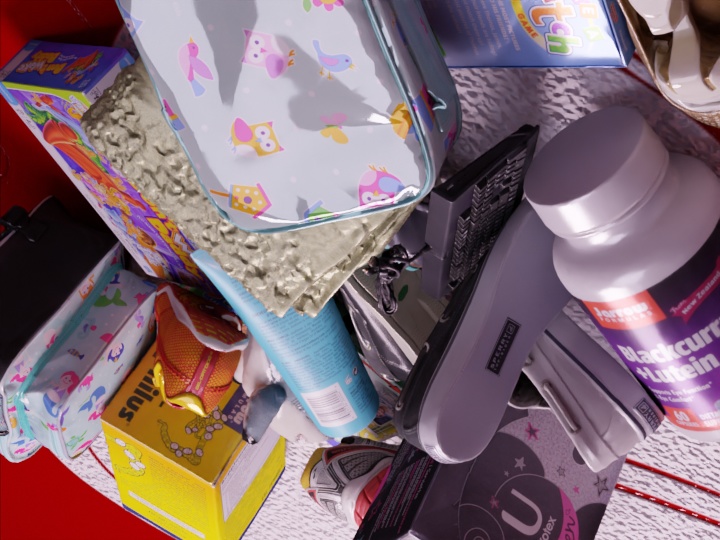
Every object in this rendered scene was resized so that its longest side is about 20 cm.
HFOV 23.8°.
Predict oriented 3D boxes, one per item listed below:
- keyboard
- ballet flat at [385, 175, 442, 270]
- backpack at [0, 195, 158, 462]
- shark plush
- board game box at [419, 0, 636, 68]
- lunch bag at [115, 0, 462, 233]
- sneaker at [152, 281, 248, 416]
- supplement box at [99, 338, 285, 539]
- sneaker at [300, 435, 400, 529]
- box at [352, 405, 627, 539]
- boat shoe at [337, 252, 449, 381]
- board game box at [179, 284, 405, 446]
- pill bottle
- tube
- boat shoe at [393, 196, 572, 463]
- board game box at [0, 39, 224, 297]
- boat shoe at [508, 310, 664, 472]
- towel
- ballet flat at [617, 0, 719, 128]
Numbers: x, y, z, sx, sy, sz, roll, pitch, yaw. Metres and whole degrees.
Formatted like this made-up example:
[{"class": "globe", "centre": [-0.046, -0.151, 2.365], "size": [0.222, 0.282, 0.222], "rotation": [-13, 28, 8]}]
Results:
[{"class": "keyboard", "centre": [0.055, -0.018, 1.048], "size": [0.021, 0.127, 0.200], "rotation": [52, 170, 14]}, {"class": "ballet flat", "centre": [-0.009, -0.086, 1.107], "size": [0.200, 0.073, 0.073], "rotation": [42, 144, -7]}, {"class": "backpack", "centre": [-0.252, 0.062, 1.365], "size": [0.150, 0.178, 0.200], "rotation": [34, 150, 4]}, {"class": "shark plush", "centre": [-0.042, 0.038, 1.267], "size": [0.083, 0.091, 0.201], "rotation": [5, 108, -13]}, {"class": "board game box", "centre": [0.045, -0.181, 0.963], "size": [0.200, 0.037, 0.151], "rotation": [5, 138, 33]}, {"class": "lunch bag", "centre": [-0.034, -0.121, 0.961], "size": [0.160, 0.077, 0.200], "rotation": [-12, 118, 23]}, {"class": "sneaker", "centre": [-0.128, 0.056, 1.242], "size": [0.073, 0.077, 0.200], "rotation": [26, -176, -7]}, {"class": "supplement box", "centre": [-0.134, 0.144, 1.411], "size": [0.109, 0.109, 0.200], "rotation": [28, 155, 12]}, {"class": "sneaker", "centre": [0.011, 0.158, 1.337], "size": [0.082, 0.078, 0.200], "rotation": [27, 180, 16]}, {"class": "box", "centre": [0.098, 0.153, 1.206], "size": [0.132, 0.200, 0.115], "rotation": [35, 146, -9]}, {"class": "boat shoe", "centre": [0.000, 0.000, 1.187], "size": [0.068, 0.072, 0.200], "rotation": [-3, 128, 45]}, {"class": "board game box", "centre": [-0.044, 0.063, 1.346], "size": [0.200, 0.029, 0.134], "rotation": [40, 143, -15]}, {"class": "pill bottle", "centre": [0.185, 0.001, 1.027], "size": [0.111, 0.112, 0.200], "rotation": [-12, 129, 44]}, {"class": "tube", "centre": [-0.044, 0.037, 1.186], "size": [0.050, 0.077, 0.200], "rotation": [48, 169, 48]}, {"class": "boat shoe", "centre": [0.082, 0.025, 1.072], "size": [0.069, 0.200, 0.057], "rotation": [38, 166, -35]}, {"class": "board game box", "centre": [-0.158, -0.071, 1.210], "size": [0.134, 0.045, 0.200], "rotation": [13, 146, 51]}, {"class": "boat shoe", "centre": [0.116, 0.061, 1.117], "size": [0.200, 0.066, 0.072], "rotation": [45, 176, 44]}, {"class": "towel", "centre": [-0.066, -0.072, 1.069], "size": [0.200, 0.037, 0.148], "rotation": [40, 117, -8]}, {"class": "ballet flat", "centre": [0.166, -0.134, 0.907], "size": [0.070, 0.065, 0.200], "rotation": [-13, 130, 31]}]
